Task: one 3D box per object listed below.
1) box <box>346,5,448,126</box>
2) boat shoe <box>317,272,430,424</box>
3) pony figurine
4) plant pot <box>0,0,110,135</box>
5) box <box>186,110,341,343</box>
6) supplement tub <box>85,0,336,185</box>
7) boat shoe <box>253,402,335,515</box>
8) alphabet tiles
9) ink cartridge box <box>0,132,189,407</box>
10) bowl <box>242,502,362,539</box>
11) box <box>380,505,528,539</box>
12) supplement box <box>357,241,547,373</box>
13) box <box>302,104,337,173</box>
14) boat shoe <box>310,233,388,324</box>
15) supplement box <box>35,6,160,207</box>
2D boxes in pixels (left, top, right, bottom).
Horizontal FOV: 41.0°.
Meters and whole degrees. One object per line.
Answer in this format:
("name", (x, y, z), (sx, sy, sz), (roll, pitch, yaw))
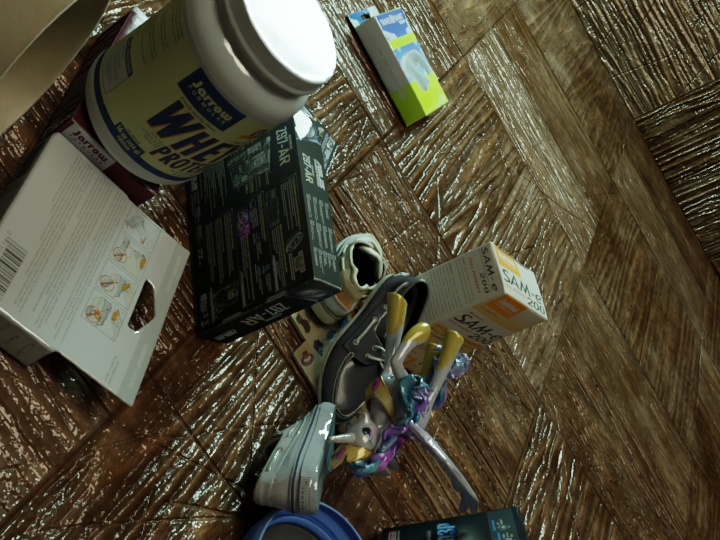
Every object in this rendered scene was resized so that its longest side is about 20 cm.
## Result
("box", (0.064, -0.344, 1.573), (0.200, 0.048, 0.122), (61, 30, -8))
("boat shoe", (0.018, 0.086, 1.107), (0.073, 0.063, 0.200), (42, 65, -25))
("pony figurine", (0.047, 0.155, 1.030), (0.193, 0.166, 0.200), (51, 55, -42))
("plant pot", (-0.336, -0.228, 0.770), (0.200, 0.187, 0.187), (42, 35, -11))
("box", (-0.105, -0.046, 0.989), (0.043, 0.160, 0.201), (23, 49, -49))
("supplement tub", (-0.136, -0.179, 0.877), (0.145, 0.200, 0.145), (34, 43, -39))
("boat shoe", (-0.064, 0.181, 0.974), (0.200, 0.066, 0.074), (-62, 155, -80))
("alphabet tiles", (-0.013, 0.119, 1.164), (0.200, 0.006, 0.166), (60, 31, -9))
("ink cartridge box", (-0.248, 0.002, 0.848), (0.174, 0.043, 0.200), (46, 35, -30))
("bowl", (-0.050, 0.324, 0.927), (0.200, 0.039, 0.201), (36, 42, -40))
("box", (0.097, 0.305, 0.982), (0.200, 0.158, 0.046), (-49, 127, -83))
("supplement box", (0.114, 0.052, 1.207), (0.126, 0.200, 0.074), (27, 44, -50))
("box", (-0.109, -0.151, 1.167), (0.161, 0.049, 0.200), (50, 34, -26))
("boat shoe", (0.000, 0.000, 1.198), (0.075, 0.068, 0.200), (51, 26, -12))
("supplement box", (-0.234, -0.162, 0.969), (0.109, 0.061, 0.200), (45, 35, -30))
